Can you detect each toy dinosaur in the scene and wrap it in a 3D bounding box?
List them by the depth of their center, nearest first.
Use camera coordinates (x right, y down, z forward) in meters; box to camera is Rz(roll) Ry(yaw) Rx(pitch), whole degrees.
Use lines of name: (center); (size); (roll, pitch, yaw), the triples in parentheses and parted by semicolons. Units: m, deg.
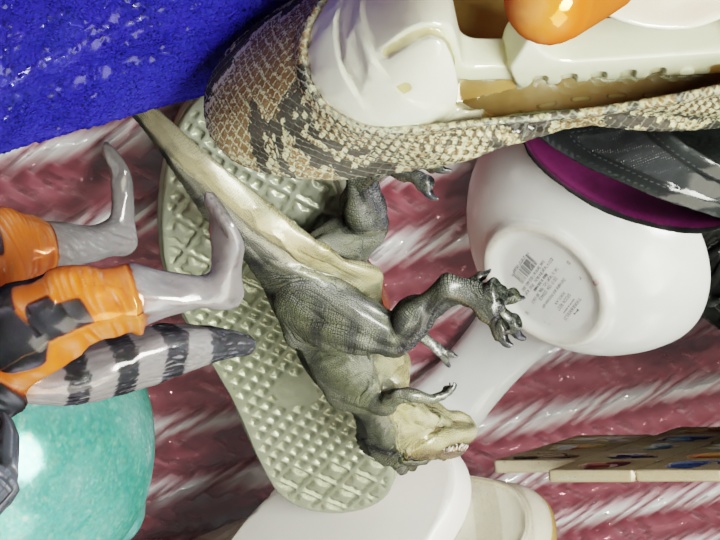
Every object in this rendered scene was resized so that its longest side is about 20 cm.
toy dinosaur: (0.000, 0.000, 1.001); (0.088, 0.048, 0.200); (-20, 124, 27)

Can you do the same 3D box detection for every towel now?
towel: (-0.068, -0.115, 0.888); (0.147, 0.050, 0.200); (-13, 146, -12)

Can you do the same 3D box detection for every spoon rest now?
spoon rest: (0.062, 0.013, 1.122); (0.061, 0.099, 0.200); (-45, 176, -41)

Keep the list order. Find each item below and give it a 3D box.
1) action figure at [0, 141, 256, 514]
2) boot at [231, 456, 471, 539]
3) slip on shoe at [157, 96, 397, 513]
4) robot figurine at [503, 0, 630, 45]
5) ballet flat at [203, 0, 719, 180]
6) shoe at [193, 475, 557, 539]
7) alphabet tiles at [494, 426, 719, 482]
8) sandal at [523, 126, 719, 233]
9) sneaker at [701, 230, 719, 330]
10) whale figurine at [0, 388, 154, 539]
action figure: (-0.120, 0.046, 0.937); (0.193, 0.200, 0.105); (-34, 125, -13)
boot: (-0.020, 0.147, 1.174); (0.200, 0.073, 0.090); (-43, 143, 9)
slip on shoe: (-0.025, 0.002, 1.073); (0.074, 0.061, 0.201); (-6, 135, 11)
robot figurine: (0.056, -0.148, 0.820); (0.199, 0.117, 0.144); (-12, 136, -52)
ballet flat: (0.049, -0.071, 0.904); (0.199, 0.068, 0.075); (-5, 165, 0)
shoe: (-0.014, 0.127, 1.239); (0.199, 0.070, 0.053); (-16, 155, -5)
alphabet tiles: (0.160, 0.069, 1.145); (0.199, 0.006, 0.166); (-2, -178, 22)
sandal: (0.085, -0.040, 1.009); (0.199, 0.048, 0.075); (5, 167, 7)
sneaker: (0.157, 0.007, 1.147); (0.066, 0.091, 0.200); (-37, 144, 21)
whale figurine: (-0.145, 0.098, 1.073); (0.158, 0.104, 0.201); (3, 126, -31)
